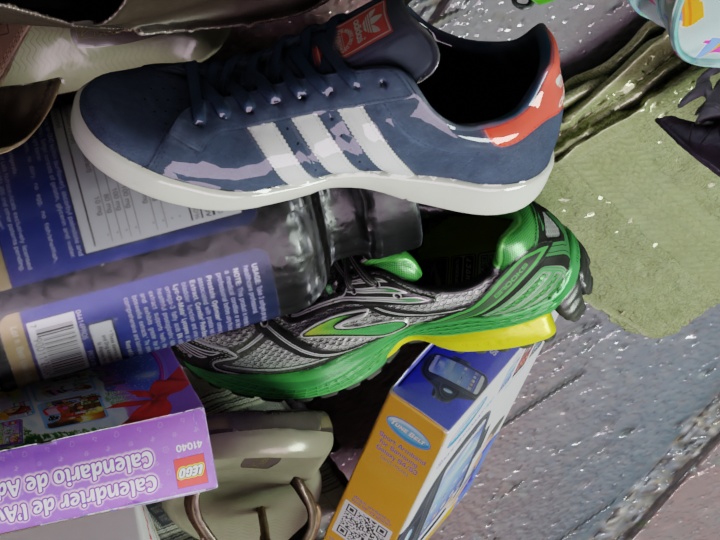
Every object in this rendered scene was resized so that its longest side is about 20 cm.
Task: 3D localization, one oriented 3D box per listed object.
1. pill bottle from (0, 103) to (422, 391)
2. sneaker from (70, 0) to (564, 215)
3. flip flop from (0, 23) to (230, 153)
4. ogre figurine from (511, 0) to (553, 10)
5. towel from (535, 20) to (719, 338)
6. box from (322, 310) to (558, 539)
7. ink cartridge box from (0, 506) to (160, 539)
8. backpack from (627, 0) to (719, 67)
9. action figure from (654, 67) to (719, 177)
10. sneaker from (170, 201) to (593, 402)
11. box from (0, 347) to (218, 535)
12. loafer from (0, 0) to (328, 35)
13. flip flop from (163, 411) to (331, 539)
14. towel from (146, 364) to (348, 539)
[{"bbox_3d":[-0.079,-0.025,1.242,0.199,0.112,0.112,-15,146,-5],"label":"pill bottle"},{"bbox_3d":[-0.014,-0.075,1.152,0.199,0.075,0.085,0,137,-15],"label":"sneaker"},{"bbox_3d":[-0.146,-0.078,1.184,0.199,0.058,0.081,-12,145,-7],"label":"flip flop"},{"bbox_3d":[0.019,-0.185,1.061,0.199,0.121,0.098,17,136,-39],"label":"ogre figurine"},{"bbox_3d":[0.146,-0.042,1.391,0.148,0.037,0.200,-34,142,20],"label":"towel"},{"bbox_3d":[0.039,0.080,1.449,0.119,0.041,0.200,-47,168,-40],"label":"box"},{"bbox_3d":[-0.153,0.209,1.448,0.144,0.148,0.200,-16,147,-1],"label":"ink cartridge box"},{"bbox_3d":[0.169,-0.176,1.137,0.166,0.127,0.200,5,143,-35],"label":"backpack"},{"bbox_3d":[0.219,-0.123,1.270,0.130,0.069,0.201,18,111,-42],"label":"action figure"},{"bbox_3d":[0.000,0.000,1.327,0.199,0.078,0.085,-15,148,15],"label":"sneaker"},{"bbox_3d":[-0.146,0.063,1.276,0.136,0.200,0.039,-12,106,-9],"label":"box"},{"bbox_3d":[-0.086,-0.119,1.125,0.199,0.071,0.073,-6,114,-16],"label":"loafer"},{"bbox_3d":[-0.049,0.111,1.390,0.080,0.058,0.200,-7,165,-11],"label":"flip flop"},{"bbox_3d":[-0.117,0.103,1.473,0.199,0.035,0.193,-21,146,8],"label":"towel"}]
